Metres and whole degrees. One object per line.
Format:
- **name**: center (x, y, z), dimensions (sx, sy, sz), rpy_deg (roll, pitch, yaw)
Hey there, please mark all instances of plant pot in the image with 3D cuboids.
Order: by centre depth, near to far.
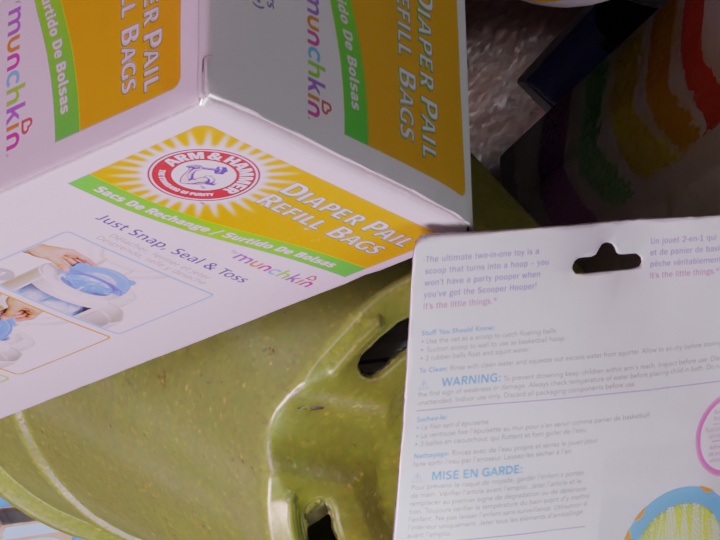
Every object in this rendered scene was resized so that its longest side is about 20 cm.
- **plant pot**: center (-0.010, 0.026, 0.888), dimensions (0.199, 0.190, 0.201), rpy_deg (-10, 113, -25)

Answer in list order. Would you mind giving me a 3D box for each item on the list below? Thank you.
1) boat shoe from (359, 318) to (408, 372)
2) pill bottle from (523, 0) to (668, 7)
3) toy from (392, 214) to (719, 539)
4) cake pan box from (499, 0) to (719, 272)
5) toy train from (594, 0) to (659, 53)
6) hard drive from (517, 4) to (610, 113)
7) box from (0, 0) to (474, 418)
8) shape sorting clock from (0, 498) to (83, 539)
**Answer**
- **boat shoe**: center (0.000, 0.000, 1.031), dimensions (0.199, 0.074, 0.066), rpy_deg (-14, 143, -33)
- **pill bottle**: center (0.044, -0.141, 0.879), dimensions (0.200, 0.111, 0.111), rpy_deg (16, 118, -51)
- **toy**: center (0.050, 0.081, 0.799), dimensions (0.115, 0.047, 0.201), rpy_deg (-4, 104, -28)
- **cake pan box**: center (0.110, 0.014, 0.893), dimensions (0.052, 0.201, 0.184), rpy_deg (10, 152, -23)
- **toy train**: center (0.132, -0.156, 0.964), dimensions (0.034, 0.046, 0.201), rpy_deg (11, 105, -47)
- **hard drive**: center (0.169, -0.093, 1.030), dimensions (0.132, 0.025, 0.200), rpy_deg (43, 87, -12)
- **box**: center (-0.076, -0.044, 0.790), dimensions (0.199, 0.113, 0.101), rpy_deg (-20, 149, 37)
- **shape sorting clock**: center (-0.170, 0.144, 1.066), dimensions (0.199, 0.039, 0.200), rpy_deg (-25, 143, -20)
